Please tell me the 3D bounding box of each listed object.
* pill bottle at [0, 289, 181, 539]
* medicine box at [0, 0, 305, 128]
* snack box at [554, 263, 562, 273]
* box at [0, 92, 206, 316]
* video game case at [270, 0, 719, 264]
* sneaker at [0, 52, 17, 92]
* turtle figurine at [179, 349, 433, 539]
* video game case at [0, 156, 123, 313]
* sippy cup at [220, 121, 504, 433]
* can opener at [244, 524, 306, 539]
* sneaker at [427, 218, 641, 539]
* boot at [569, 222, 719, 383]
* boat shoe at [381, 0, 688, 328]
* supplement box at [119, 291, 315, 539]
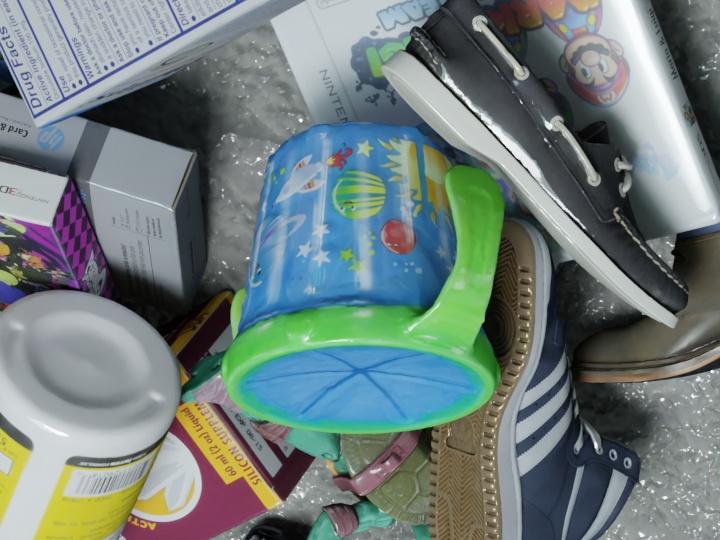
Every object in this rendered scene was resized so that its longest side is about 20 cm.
[{"bbox_3d":[-0.179,0.115,1.411,0.111,0.111,0.200,31,130,5],"label":"pill bottle"},{"bbox_3d":[-0.114,-0.197,1.292,0.200,0.103,0.182,-23,93,43],"label":"medicine box"},{"bbox_3d":[0.062,-0.036,1.381,0.116,0.037,0.200,33,124,6],"label":"snack box"},{"bbox_3d":[-0.187,-0.047,1.418,0.200,0.041,0.156,19,158,5],"label":"box"},{"bbox_3d":[0.068,-0.086,1.315,0.200,0.024,0.182,-15,107,30],"label":"video game case"},{"bbox_3d":[-0.223,-0.124,1.445,0.200,0.076,0.077,-8,140,29],"label":"sneaker"},{"bbox_3d":[-0.001,0.103,1.412,0.101,0.150,0.200,-30,108,36],"label":"turtle figurine"},{"bbox_3d":[-0.232,-0.018,1.421,0.181,0.036,0.200,14,158,10],"label":"video game case"},{"bbox_3d":[0.000,0.000,1.285,0.177,0.131,0.140,-8,157,18],"label":"sippy cup"},{"bbox_3d":[-0.087,0.221,1.565,0.200,0.063,0.079,-38,98,33],"label":"can opener"},{"bbox_3d":[0.097,0.065,1.354,0.070,0.108,0.200,22,113,46],"label":"sneaker"},{"bbox_3d":[0.188,0.003,1.346,0.200,0.075,0.097,-15,86,37],"label":"boot"},{"bbox_3d":[0.099,-0.054,1.266,0.200,0.074,0.060,43,88,-8],"label":"boat shoe"},{"bbox_3d":[-0.132,0.111,1.513,0.200,0.086,0.110,-29,103,32],"label":"supplement box"}]
